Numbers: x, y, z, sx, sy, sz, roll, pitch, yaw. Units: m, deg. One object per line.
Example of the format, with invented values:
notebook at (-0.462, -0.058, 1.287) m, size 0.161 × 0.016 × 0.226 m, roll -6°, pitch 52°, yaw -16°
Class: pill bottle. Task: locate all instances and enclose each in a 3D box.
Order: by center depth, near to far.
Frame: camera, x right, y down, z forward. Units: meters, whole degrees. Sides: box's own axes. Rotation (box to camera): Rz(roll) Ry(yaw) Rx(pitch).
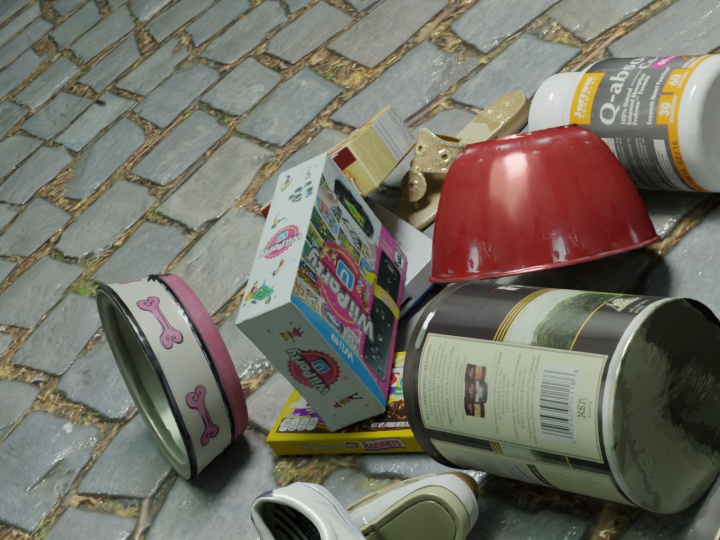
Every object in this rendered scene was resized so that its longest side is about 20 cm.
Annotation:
pill bottle at (0.252, -0.131, 1.213) m, size 0.199 × 0.117 × 0.117 m, roll 8°, pitch 51°, yaw 50°

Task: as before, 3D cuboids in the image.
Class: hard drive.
hard drive at (0.000, 0.000, 1.376) m, size 0.132 × 0.025 × 0.200 m, roll -46°, pitch 31°, yaw -3°

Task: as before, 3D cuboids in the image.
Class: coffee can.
coffee can at (0.149, 0.086, 0.989) m, size 0.199 × 0.147 × 0.147 m, roll 5°, pitch 49°, yaw 48°

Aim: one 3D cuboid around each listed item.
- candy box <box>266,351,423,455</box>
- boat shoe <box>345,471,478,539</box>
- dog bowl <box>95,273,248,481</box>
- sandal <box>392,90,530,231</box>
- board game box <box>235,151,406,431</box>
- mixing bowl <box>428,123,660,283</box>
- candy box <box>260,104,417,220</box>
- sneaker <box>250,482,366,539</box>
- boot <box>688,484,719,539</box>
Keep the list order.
candy box at (0.012, 0.117, 1.212) m, size 0.198 × 0.027 × 0.103 m, roll -8°, pitch 38°, yaw 40°
boat shoe at (0.010, 0.213, 1.045) m, size 0.199 × 0.075 × 0.068 m, roll -28°, pitch 2°, yaw 29°
dog bowl at (-0.175, 0.092, 1.290) m, size 0.073 × 0.202 × 0.200 m, roll -26°, pitch 26°, yaw -18°
sandal at (0.088, -0.131, 1.431) m, size 0.212 × 0.070 × 0.077 m, roll -44°, pitch 31°, yaw -12°
board game box at (-0.028, 0.017, 1.213) m, size 0.064 × 0.148 × 0.201 m, roll -22°, pitch 35°, yaw 28°
mixing bowl at (0.144, -0.061, 1.143) m, size 0.197 × 0.110 × 0.200 m, roll -12°, pitch 4°, yaw 1°
candy box at (-0.018, -0.097, 1.384) m, size 0.115 × 0.056 × 0.200 m, roll -34°, pitch 7°, yaw 21°
sneaker at (-0.008, 0.229, 0.962) m, size 0.200 × 0.070 × 0.074 m, roll 39°, pitch 109°, yaw 31°
boot at (0.305, 0.136, 0.841) m, size 0.138 × 0.077 × 0.201 m, roll 14°, pitch 70°, yaw 49°
